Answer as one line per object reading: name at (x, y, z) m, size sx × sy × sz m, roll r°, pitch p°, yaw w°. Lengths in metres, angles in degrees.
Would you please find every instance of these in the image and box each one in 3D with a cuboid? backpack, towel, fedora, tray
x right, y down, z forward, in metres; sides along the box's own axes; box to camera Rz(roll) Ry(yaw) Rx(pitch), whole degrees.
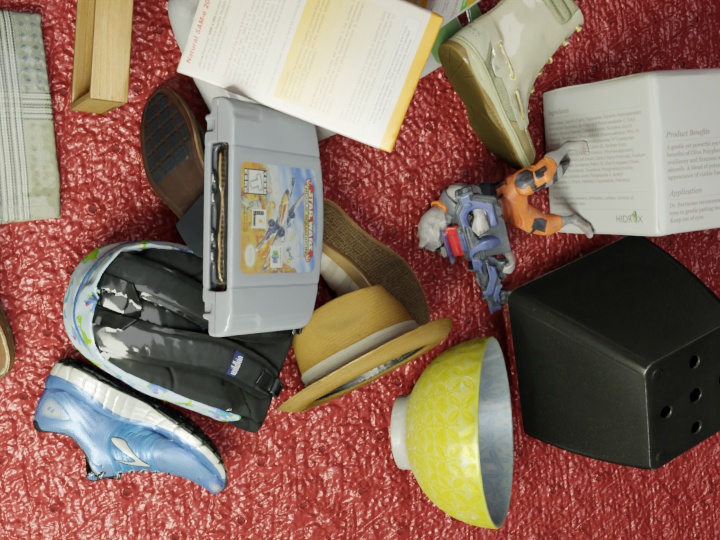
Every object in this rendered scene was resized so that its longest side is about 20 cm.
backpack at (-0.175, 0.049, 0.897) m, size 0.200 × 0.154 × 0.163 m, roll 20°, pitch 86°, yaw -46°
towel at (-0.372, -0.133, 0.852) m, size 0.192 × 0.035 × 0.200 m, roll -6°, pitch 92°, yaw -28°
fedora at (-0.006, 0.070, 0.951) m, size 0.200 × 0.201 × 0.082 m, roll -22°, pitch 79°, yaw -23°
tray at (-0.231, -0.248, 0.870) m, size 0.037 × 0.099 × 0.200 m, roll 4°, pitch 90°, yaw -26°

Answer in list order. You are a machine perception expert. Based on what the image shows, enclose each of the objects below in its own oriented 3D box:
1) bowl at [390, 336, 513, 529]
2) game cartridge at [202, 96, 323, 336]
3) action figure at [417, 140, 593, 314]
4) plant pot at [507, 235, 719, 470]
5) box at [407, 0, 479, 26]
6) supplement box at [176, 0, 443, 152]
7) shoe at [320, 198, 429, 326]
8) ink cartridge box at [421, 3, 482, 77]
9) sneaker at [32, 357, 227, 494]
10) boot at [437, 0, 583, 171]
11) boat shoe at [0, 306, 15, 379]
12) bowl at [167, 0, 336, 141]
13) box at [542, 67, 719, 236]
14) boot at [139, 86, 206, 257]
bowl at (0.094, 0.172, 1.023) m, size 0.108 × 0.200 × 0.200 m, roll -4°, pitch 95°, yaw 19°
game cartridge at (-0.083, -0.045, 0.848) m, size 0.133 × 0.041 × 0.200 m, roll -2°, pitch 93°, yaw -52°
action figure at (0.155, -0.052, 1.061) m, size 0.193 × 0.105 × 0.200 m, roll -14°, pitch 138°, yaw -3°
plant pot at (0.304, 0.104, 1.065) m, size 0.199 × 0.177 × 0.200 m, roll -23°, pitch 120°, yaw -22°
box at (0.042, -0.350, 0.943) m, size 0.101 × 0.113 × 0.200 m, roll -38°, pitch 79°, yaw -19°
supplement box at (-0.043, -0.200, 0.837) m, size 0.200 × 0.074 × 0.126 m, roll 21°, pitch 106°, yaw -4°
shoe at (0.000, 0.000, 1.020) m, size 0.200 × 0.053 × 0.070 m, roll 46°, pitch 53°, yaw -23°
ink cartridge box at (0.030, -0.246, 1.013) m, size 0.200 × 0.059 × 0.104 m, roll -34°, pitch 105°, yaw -20°
sneaker at (-0.218, 0.165, 0.915) m, size 0.200 × 0.079 × 0.089 m, roll 32°, pitch 86°, yaw -14°
boot at (0.181, -0.216, 1.044) m, size 0.155 × 0.072 × 0.200 m, roll -46°, pitch 133°, yaw -10°
boat shoe at (-0.357, 0.023, 0.822) m, size 0.072 × 0.068 × 0.200 m, roll -31°, pitch 118°, yaw -17°
bowl at (-0.073, -0.214, 0.911) m, size 0.200 × 0.075 × 0.200 m, roll -23°, pitch 104°, yaw 8°
box at (0.344, -0.134, 1.088) m, size 0.199 × 0.200 × 0.172 m, roll -8°, pitch 97°, yaw -24°
boot at (-0.143, -0.086, 0.920) m, size 0.097 × 0.075 × 0.200 m, roll 16°, pitch 43°, yaw -54°
